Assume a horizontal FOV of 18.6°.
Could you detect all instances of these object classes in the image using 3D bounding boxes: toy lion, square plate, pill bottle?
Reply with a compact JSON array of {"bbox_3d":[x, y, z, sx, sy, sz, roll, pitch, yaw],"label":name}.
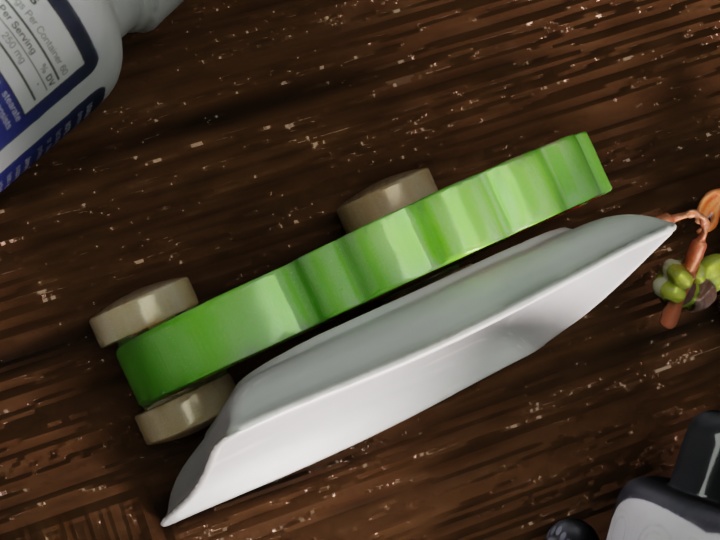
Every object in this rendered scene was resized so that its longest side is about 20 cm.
[{"bbox_3d":[0.000,0.000,0.910,0.200,0.192,0.069,-24,89,-17],"label":"toy lion"},{"bbox_3d":[0.013,0.040,0.908,0.200,0.198,0.029,-24,81,-18],"label":"square plate"},{"bbox_3d":[-0.171,-0.089,0.909,0.200,0.116,0.116,-43,96,-21],"label":"pill bottle"}]

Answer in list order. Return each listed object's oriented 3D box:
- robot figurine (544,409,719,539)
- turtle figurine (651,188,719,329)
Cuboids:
[{"bbox_3d":[0.158,0.165,0.964,0.124,0.150,0.201,14,92,-24],"label":"robot figurine"},{"bbox_3d":[0.193,0.020,1.031,0.200,0.064,0.162,-17,96,-26],"label":"turtle figurine"}]
